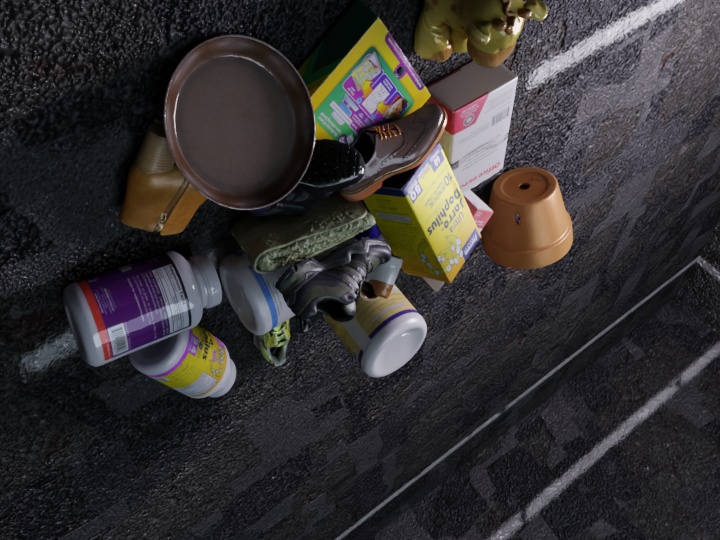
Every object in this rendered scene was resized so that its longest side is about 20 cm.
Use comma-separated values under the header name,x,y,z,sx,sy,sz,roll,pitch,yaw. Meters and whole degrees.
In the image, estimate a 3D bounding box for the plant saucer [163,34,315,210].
name,x,y,z,sx,sy,sz,roll,pitch,yaw
plant saucer,-0.146,-0.178,0.796,0.195,0.032,0.207,-3,96,-32

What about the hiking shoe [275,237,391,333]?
name,x,y,z,sx,sy,sz,roll,pitch,yaw
hiking shoe,-0.026,0.022,0.946,0.196,0.103,0.076,-22,171,-31

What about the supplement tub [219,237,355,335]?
name,x,y,z,sx,sy,sz,roll,pitch,yaw
supplement tub,-0.111,-0.002,1.030,0.197,0.132,0.134,-30,147,-25

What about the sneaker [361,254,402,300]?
name,x,y,z,sx,sy,sz,roll,pitch,yaw
sneaker,0.000,0.000,1.117,0.071,0.199,0.087,14,94,-24

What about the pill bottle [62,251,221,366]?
name,x,y,z,sx,sy,sz,roll,pitch,yaw
pill bottle,-0.296,0.044,0.900,0.196,0.113,0.114,-22,144,-31

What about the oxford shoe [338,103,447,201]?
name,x,y,z,sx,sy,sz,roll,pitch,yaw
oxford shoe,0.044,-0.183,0.949,0.199,0.072,0.073,-40,147,-4

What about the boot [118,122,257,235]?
name,x,y,z,sx,sy,sz,roll,pitch,yaw
boot,-0.211,-0.113,0.858,0.197,0.071,0.146,-1,132,-40

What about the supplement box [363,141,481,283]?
name,x,y,z,sx,sy,sz,roll,pitch,yaw
supplement box,0.097,-0.095,1.055,0.110,0.108,0.202,-51,129,-23

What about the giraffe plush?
name,x,y,z,sx,sy,sz,roll,pitch,yaw
giraffe plush,0.166,-0.356,0.899,0.172,0.163,0.200,-44,150,4

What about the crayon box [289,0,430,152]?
name,x,y,z,sx,sy,sz,roll,pitch,yaw
crayon box,-0.005,-0.249,0.934,0.173,0.059,0.199,-46,150,7

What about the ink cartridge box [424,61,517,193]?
name,x,y,z,sx,sy,sz,roll,pitch,yaw
ink cartridge box,0.184,-0.243,1.134,0.143,0.085,0.203,-31,146,-19

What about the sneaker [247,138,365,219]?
name,x,y,z,sx,sy,sz,roll,pitch,yaw
sneaker,-0.080,-0.122,0.922,0.194,0.078,0.088,-6,149,16

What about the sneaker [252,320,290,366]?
name,x,y,z,sx,sy,sz,roll,pitch,yaw
sneaker,-0.149,0.086,1.154,0.074,0.077,0.203,-23,142,-24

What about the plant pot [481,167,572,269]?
name,x,y,z,sx,sy,sz,roll,pitch,yaw
plant pot,0.351,-0.123,1.390,0.197,0.200,0.143,-31,131,-18

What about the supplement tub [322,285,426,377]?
name,x,y,z,sx,sy,sz,roll,pitch,yaw
supplement tub,0.014,0.078,1.213,0.143,0.201,0.147,-28,147,-20

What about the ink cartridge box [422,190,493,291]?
name,x,y,z,sx,sy,sz,roll,pitch,yaw
ink cartridge box,0.153,-0.070,1.275,0.066,0.117,0.203,1,128,-49

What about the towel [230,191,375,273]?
name,x,y,z,sx,sy,sz,roll,pitch,yaw
towel,-0.088,-0.070,0.969,0.196,0.148,0.037,-24,125,-16

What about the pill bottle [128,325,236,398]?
name,x,y,z,sx,sy,sz,roll,pitch,yaw
pill bottle,-0.276,0.141,1.047,0.104,0.105,0.201,-40,149,-3

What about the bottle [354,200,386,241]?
name,x,y,z,sx,sy,sz,roll,pitch,yaw
bottle,0.072,-0.092,1.161,0.196,0.066,0.085,-8,137,-42
